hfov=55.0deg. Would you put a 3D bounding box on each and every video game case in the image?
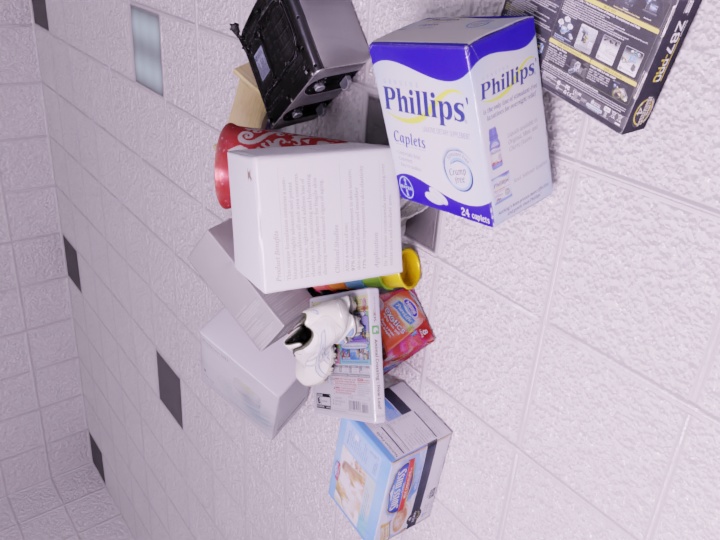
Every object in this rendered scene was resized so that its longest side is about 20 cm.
[{"bbox_3d":[-0.024,0.127,1.039,0.199,0.022,0.187,-12,80,61],"label":"video game case"}]

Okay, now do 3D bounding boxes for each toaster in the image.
[{"bbox_3d":[-0.095,-0.347,1.070,0.180,0.117,0.204,-32,76,54],"label":"toaster"}]

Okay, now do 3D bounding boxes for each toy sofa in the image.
[{"bbox_3d":[-0.196,-0.287,1.281,0.083,0.097,0.201,41,136,10],"label":"toy sofa"}]

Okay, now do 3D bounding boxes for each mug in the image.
[{"bbox_3d":[-0.114,-0.159,1.114,0.194,0.177,0.137,6,96,8],"label":"mug"}]

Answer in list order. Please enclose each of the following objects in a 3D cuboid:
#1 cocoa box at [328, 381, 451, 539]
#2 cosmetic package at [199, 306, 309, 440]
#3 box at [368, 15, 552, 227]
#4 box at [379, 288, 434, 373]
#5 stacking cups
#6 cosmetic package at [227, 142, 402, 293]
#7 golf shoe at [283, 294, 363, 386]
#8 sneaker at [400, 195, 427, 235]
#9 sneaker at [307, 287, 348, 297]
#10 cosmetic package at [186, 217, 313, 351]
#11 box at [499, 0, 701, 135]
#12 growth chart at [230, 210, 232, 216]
[{"bbox_3d":[0.042,0.312,1.114,0.133,0.129,0.204,40,133,39],"label":"cocoa box"},{"bbox_3d":[-0.201,0.188,1.339,0.198,0.123,0.202,36,144,14],"label":"cosmetic package"},{"bbox_3d":[0.114,-0.177,0.801,0.183,0.104,0.204,26,137,53],"label":"box"},{"bbox_3d":[0.017,0.115,1.102,0.200,0.098,0.097,-44,66,51],"label":"box"},{"bbox_3d":[0.000,0.000,1.080,0.197,0.060,0.062,-2,102,41],"label":"stacking cups"},{"bbox_3d":[-0.064,-0.081,0.935,0.166,0.195,0.172,-152,58,-64],"label":"cosmetic package"},{"bbox_3d":[-0.076,0.105,1.015,0.202,0.095,0.079,-60,42,44],"label":"golf shoe"},{"bbox_3d":[0.042,-0.114,1.004,0.200,0.077,0.101,-46,62,50],"label":"sneaker"},{"bbox_3d":[-0.056,0.036,1.190,0.076,0.082,0.205,18,117,49],"label":"sneaker"},{"bbox_3d":[-0.178,0.016,1.134,0.201,0.106,0.090,49,126,7],"label":"cosmetic package"},{"bbox_3d":[0.230,-0.259,0.703,0.200,0.048,0.164,45,138,37],"label":"box"},{"bbox_3d":[-0.166,-0.024,1.226,0.143,0.018,0.203,16,137,47],"label":"growth chart"}]
